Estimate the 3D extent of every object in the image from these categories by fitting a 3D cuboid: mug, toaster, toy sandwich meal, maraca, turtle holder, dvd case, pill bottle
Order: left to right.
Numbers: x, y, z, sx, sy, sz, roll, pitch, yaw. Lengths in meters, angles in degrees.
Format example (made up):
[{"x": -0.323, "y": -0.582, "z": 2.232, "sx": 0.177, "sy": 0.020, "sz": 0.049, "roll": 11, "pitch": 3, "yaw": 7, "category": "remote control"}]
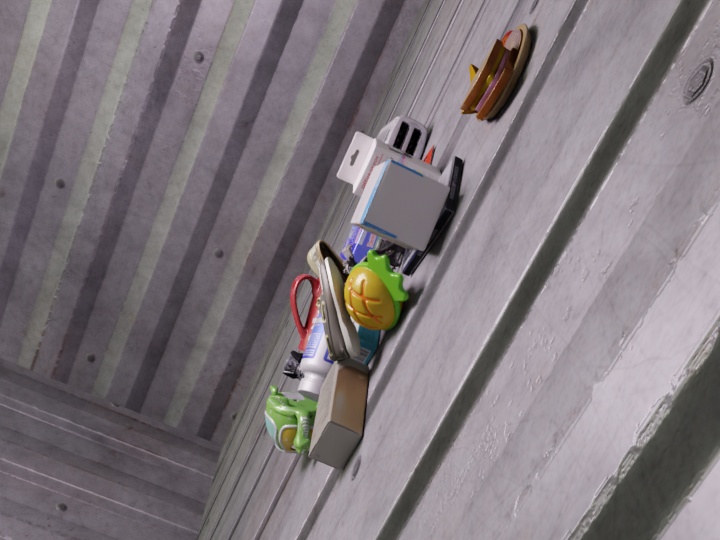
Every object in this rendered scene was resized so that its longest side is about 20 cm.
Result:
[{"x": -0.142, "y": 0.350, "z": 1.853, "sx": 0.184, "sy": 0.140, "sz": 0.134, "roll": 16, "pitch": 99, "yaw": 42, "category": "turtle holder"}, {"x": -0.090, "y": 0.106, "z": 1.965, "sx": 0.133, "sy": 0.174, "sz": 0.204, "roll": 66, "pitch": -138, "yaw": -83, "category": "mug"}, {"x": -0.070, "y": 0.189, "z": 1.804, "sx": 0.112, "sy": 0.110, "sz": 0.203, "roll": 136, "pitch": 155, "yaw": -68, "category": "pill bottle"}, {"x": 0.031, "y": 0.040, "z": 1.533, "sx": 0.106, "sy": 0.138, "sz": 0.201, "roll": -35, "pitch": -13, "yaw": -31, "category": "maraca"}, {"x": 0.096, "y": -0.303, "z": 2.033, "sx": 0.203, "sy": 0.112, "sz": 0.129, "roll": -67, "pitch": 13, "yaw": -13, "category": "toaster"}, {"x": 0.138, "y": -0.104, "z": 1.569, "sx": 0.201, "sy": 0.024, "sz": 0.152, "roll": 123, "pitch": 166, "yaw": -47, "category": "dvd case"}, {"x": 0.236, "y": -0.359, "z": 1.457, "sx": 0.205, "sy": 0.069, "sz": 0.208, "roll": -157, "pitch": 89, "yaw": -81, "category": "toy sandwich meal"}]

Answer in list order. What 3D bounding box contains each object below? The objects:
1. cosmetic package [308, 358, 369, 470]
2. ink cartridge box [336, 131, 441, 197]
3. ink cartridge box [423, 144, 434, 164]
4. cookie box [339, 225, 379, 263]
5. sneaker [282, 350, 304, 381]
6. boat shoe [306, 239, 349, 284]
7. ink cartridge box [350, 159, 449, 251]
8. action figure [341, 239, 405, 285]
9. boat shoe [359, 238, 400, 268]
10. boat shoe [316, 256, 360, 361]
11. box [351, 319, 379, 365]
[{"x": -0.039, "y": 0.269, "z": 1.552, "sx": 0.201, "sy": 0.070, "sz": 0.106, "roll": -81, "pitch": 17, "yaw": -57, "category": "cosmetic package"}, {"x": 0.058, "y": -0.196, "z": 1.700, "sx": 0.068, "sy": 0.197, "sz": 0.119, "roll": -91, "pitch": 26, "yaw": -69, "category": "ink cartridge box"}, {"x": 0.112, "y": -0.196, "z": 1.855, "sx": 0.109, "sy": 0.050, "sz": 0.203, "roll": 126, "pitch": 163, "yaw": -55, "category": "ink cartridge box"}, {"x": 0.020, "y": -0.089, "z": 2.062, "sx": 0.200, "sy": 0.074, "sz": 0.174, "roll": -141, "pitch": 74, "yaw": -81, "category": "cookie box"}, {"x": -0.135, "y": 0.258, "z": 2.011, "sx": 0.200, "sy": 0.112, "sz": 0.077, "roll": -145, "pitch": 79, "yaw": -81, "category": "sneaker"}, {"x": -0.050, "y": 0.022, "z": 1.862, "sx": 0.073, "sy": 0.201, "sz": 0.063, "roll": -36, "pitch": -7, "yaw": -32, "category": "boat shoe"}, {"x": 0.068, "y": -0.122, "z": 1.533, "sx": 0.200, "sy": 0.127, "sz": 0.127, "roll": -156, "pitch": 90, "yaw": -81, "category": "ink cartridge box"}, {"x": 0.000, "y": 0.000, "z": 1.689, "sx": 0.199, "sy": 0.102, "sz": 0.119, "roll": -40, "pitch": -10, "yaw": -22, "category": "action figure"}, {"x": 0.030, "y": -0.010, "z": 1.845, "sx": 0.201, "sy": 0.063, "sz": 0.072, "roll": 123, "pitch": 167, "yaw": -51, "category": "boat shoe"}, {"x": -0.055, "y": 0.077, "z": 1.592, "sx": 0.072, "sy": 0.059, "sz": 0.205, "roll": 14, "pitch": -121, "yaw": -68, "category": "boat shoe"}, {"x": 0.010, "y": 0.111, "z": 1.718, "sx": 0.202, "sy": 0.048, "sz": 0.083, "roll": -79, "pitch": 15, "yaw": -51, "category": "box"}]
